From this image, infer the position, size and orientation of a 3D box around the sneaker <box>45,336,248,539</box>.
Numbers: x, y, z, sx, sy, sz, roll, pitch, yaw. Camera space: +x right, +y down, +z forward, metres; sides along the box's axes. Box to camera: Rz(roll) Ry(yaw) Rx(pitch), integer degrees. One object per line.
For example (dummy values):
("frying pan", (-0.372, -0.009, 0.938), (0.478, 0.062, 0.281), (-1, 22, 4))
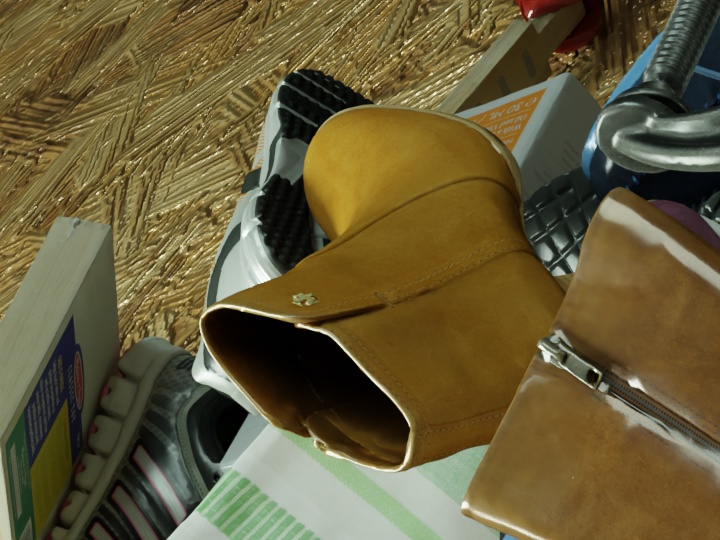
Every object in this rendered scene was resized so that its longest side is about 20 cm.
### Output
("sneaker", (-0.076, 0.117, 1.133), (0.087, 0.074, 0.201), (0, 57, 23))

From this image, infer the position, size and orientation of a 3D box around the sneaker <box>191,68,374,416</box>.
("sneaker", (-0.026, -0.015, 1.103), (0.080, 0.074, 0.200), (-56, 4, 28))

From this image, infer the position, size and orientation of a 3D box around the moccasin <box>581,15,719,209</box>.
("moccasin", (0.157, -0.075, 0.881), (0.200, 0.080, 0.068), (-43, 63, 21))

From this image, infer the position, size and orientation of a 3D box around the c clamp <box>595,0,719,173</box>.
("c clamp", (0.126, -0.090, 0.831), (0.170, 0.027, 0.200), (-16, 33, 33))

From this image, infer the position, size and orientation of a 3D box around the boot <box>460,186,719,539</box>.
("boot", (0.100, 0.099, 0.715), (0.199, 0.068, 0.189), (27, 104, 33))

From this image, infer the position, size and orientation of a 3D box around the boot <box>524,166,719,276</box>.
("boot", (0.145, -0.037, 1.031), (0.131, 0.070, 0.200), (-19, -17, -50))

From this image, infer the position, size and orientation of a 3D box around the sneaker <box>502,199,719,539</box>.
("sneaker", (0.081, 0.063, 0.817), (0.075, 0.090, 0.201), (122, 147, -50))

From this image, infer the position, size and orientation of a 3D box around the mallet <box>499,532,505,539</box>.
("mallet", (0.107, 0.054, 0.971), (0.041, 0.066, 0.200), (20, 34, 25))

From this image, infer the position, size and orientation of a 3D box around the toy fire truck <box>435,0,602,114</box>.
("toy fire truck", (0.049, -0.158, 1.310), (0.128, 0.176, 0.201), (-33, 39, 21))

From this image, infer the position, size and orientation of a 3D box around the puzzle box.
("puzzle box", (-0.132, 0.093, 1.157), (0.025, 0.201, 0.133), (11, 42, 11))

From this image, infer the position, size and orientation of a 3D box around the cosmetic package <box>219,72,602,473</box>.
("cosmetic package", (0.036, 0.020, 1.127), (0.101, 0.071, 0.200), (-18, 34, 46))

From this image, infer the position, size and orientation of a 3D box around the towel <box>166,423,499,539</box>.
("towel", (-0.014, 0.130, 0.975), (0.152, 0.023, 0.200), (36, 77, 30))

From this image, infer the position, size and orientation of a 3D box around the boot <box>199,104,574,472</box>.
("boot", (0.000, 0.001, 0.933), (0.143, 0.071, 0.201), (-12, 30, -38))
